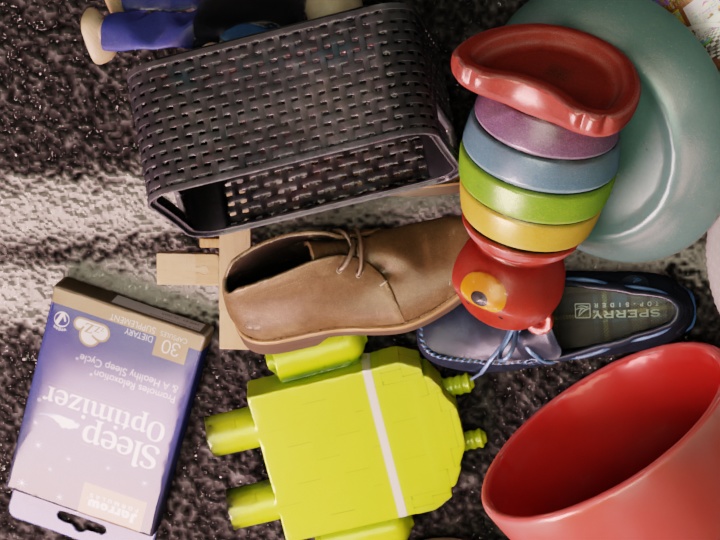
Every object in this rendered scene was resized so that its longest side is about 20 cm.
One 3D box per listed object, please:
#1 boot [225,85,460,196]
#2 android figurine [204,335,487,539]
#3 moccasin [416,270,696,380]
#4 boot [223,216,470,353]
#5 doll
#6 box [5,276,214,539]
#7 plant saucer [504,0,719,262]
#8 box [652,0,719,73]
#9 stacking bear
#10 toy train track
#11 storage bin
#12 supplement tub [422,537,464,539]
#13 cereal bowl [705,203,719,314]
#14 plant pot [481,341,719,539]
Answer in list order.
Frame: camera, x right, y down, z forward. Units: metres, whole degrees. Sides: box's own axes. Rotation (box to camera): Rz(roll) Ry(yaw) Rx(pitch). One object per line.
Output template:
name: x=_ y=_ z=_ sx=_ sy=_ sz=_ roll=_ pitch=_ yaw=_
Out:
boot: x=-0.005 y=-0.097 z=1.738 sx=0.198 sy=0.074 sz=0.076 roll=11 pitch=101 yaw=11
android figurine: x=-0.008 y=0.124 z=1.799 sx=0.198 sy=0.041 sz=0.183 roll=-15 pitch=111 yaw=3
moccasin: x=0.134 y=0.027 z=1.738 sx=0.198 sy=0.068 sz=0.081 roll=-11 pitch=87 yaw=9
boot: x=0.000 y=0.000 z=1.722 sx=0.198 sy=0.074 sz=0.076 roll=-17 pitch=144 yaw=6
doll: x=-0.090 y=-0.183 z=1.704 sx=0.198 sy=0.137 sz=0.049 roll=1 pitch=133 yaw=27
box: x=-0.192 y=0.118 z=1.851 sx=0.120 sy=0.032 sz=0.201 roll=18 pitch=109 yaw=5
plant saucer: x=0.160 y=-0.094 z=1.680 sx=0.199 sy=0.036 sz=0.202 roll=17 pitch=120 yaw=31
box: x=0.241 y=-0.189 z=1.678 sx=0.199 sy=0.039 sz=0.138 roll=-26 pitch=99 yaw=17
stacking bear: x=0.111 y=-0.050 z=1.636 sx=0.121 sy=0.114 sz=0.201 roll=22 pitch=123 yaw=17
toy train track: x=-0.047 y=-0.001 z=1.793 sx=0.198 sy=0.033 sz=0.116 roll=2 pitch=99 yaw=4
storage bin: x=-0.043 y=-0.099 z=1.649 sx=0.198 sy=0.135 sz=0.095 roll=-14 pitch=76 yaw=9
supplement tub: x=0.050 y=0.290 z=1.763 sx=0.144 sy=0.200 sz=0.146 roll=3 pitch=106 yaw=10
cereal bowl: x=0.310 y=-0.018 z=1.641 sx=0.199 sy=0.083 sz=0.202 roll=-6 pitch=81 yaw=40
plant pot: x=0.211 y=0.177 z=1.719 sx=0.199 sy=0.201 sz=0.178 roll=-29 pitch=109 yaw=17
